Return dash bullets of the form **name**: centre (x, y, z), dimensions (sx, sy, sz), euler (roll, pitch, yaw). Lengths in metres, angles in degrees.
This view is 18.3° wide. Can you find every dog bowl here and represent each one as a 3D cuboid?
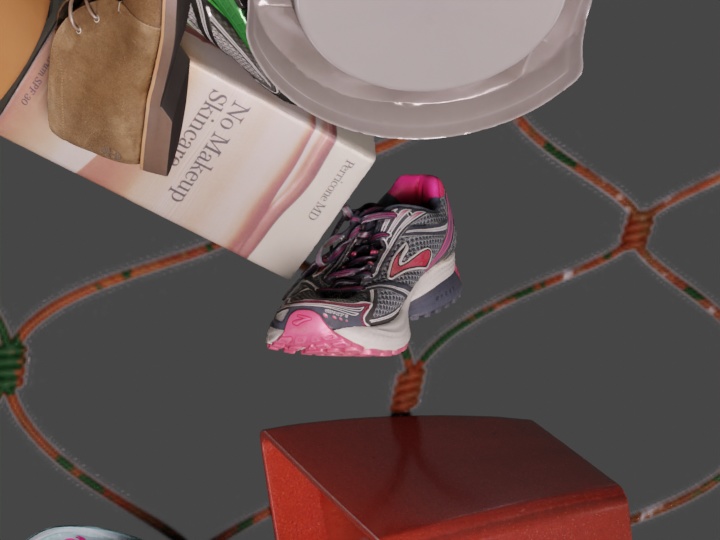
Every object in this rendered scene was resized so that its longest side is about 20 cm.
- **dog bowl**: centre (0.036, -0.159, 1.162), dimensions (0.200, 0.059, 0.200), euler (-4, 138, -3)

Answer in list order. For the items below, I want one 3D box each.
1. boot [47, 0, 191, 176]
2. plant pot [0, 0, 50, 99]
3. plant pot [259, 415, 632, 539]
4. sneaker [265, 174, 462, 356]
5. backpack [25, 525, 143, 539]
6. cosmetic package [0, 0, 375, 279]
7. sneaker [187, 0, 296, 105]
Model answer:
- **boot**: centre (-0.125, -0.136, 1.167), dimensions (0.075, 0.074, 0.200), euler (13, 131, 1)
- **plant pot**: centre (-0.262, -0.155, 1.203), dimensions (0.200, 0.200, 0.140), euler (-48, 128, 7)
- **plant pot**: centre (0.065, 0.196, 1.396), dimensions (0.176, 0.200, 0.200), euler (-16, 112, -20)
- **sneaker**: centre (0.000, 0.000, 1.315), dimensions (0.081, 0.200, 0.075), euler (4, 109, 20)
- **backpack**: centre (-0.145, 0.249, 1.369), dimensions (0.200, 0.151, 0.178), euler (19, 64, -11)
- **cosmetic package**: centre (-0.102, -0.091, 1.294), dimensions (0.200, 0.087, 0.103), euler (25, 115, -19)
- **sneaker**: centre (-0.087, -0.169, 1.238), dimensions (0.200, 0.078, 0.085), euler (48, 139, -15)
